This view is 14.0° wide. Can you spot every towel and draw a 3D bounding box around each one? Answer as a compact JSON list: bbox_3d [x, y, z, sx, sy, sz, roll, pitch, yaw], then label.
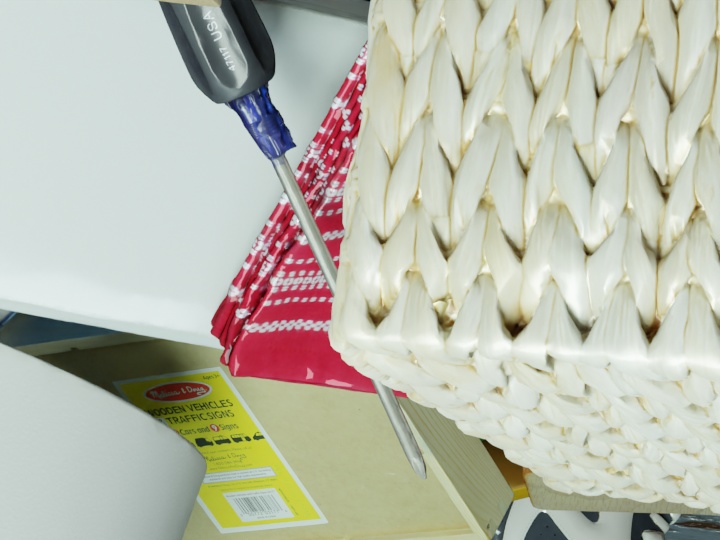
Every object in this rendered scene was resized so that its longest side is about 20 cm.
[{"bbox_3d":[0.050,-0.027,0.959,0.144,0.023,0.201,10,132,-25],"label":"towel"}]

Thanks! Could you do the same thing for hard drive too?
[{"bbox_3d":[-0.073,-0.041,0.971,0.199,0.133,0.026,11,-152,-21],"label":"hard drive"}]

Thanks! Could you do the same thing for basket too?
[{"bbox_3d":[0.106,-0.041,0.733,0.160,0.202,0.198,1,165,22],"label":"basket"}]

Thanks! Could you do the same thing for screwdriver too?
[{"bbox_3d":[-0.017,-0.023,0.927,0.029,0.201,0.028,-36,-162,-22],"label":"screwdriver"}]

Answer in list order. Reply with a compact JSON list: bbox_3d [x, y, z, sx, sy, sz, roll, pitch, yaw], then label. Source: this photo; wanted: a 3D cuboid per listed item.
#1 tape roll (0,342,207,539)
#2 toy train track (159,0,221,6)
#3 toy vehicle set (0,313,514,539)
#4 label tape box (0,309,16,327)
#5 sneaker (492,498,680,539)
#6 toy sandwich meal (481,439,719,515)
[{"bbox_3d":[-0.159,0.069,1.070,0.201,0.071,0.203,18,167,4],"label":"tape roll"},{"bbox_3d":[-0.107,-0.115,0.856,0.199,0.033,0.115,7,169,19],"label":"toy train track"},{"bbox_3d":[-0.053,0.060,1.136,0.199,0.027,0.125,-8,127,37],"label":"toy vehicle set"},{"bbox_3d":[-0.163,-0.015,1.065,0.199,0.064,0.144,22,175,-12],"label":"label tape box"},{"bbox_3d":[0.127,0.119,1.342,0.198,0.131,0.079,0,162,-25],"label":"sneaker"},{"bbox_3d":[0.079,0.068,1.163,0.203,0.071,0.205,-5,165,-1],"label":"toy sandwich meal"}]
